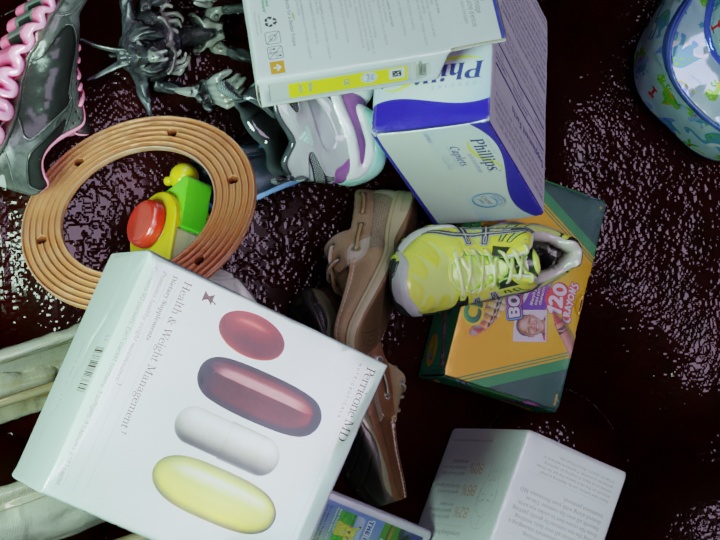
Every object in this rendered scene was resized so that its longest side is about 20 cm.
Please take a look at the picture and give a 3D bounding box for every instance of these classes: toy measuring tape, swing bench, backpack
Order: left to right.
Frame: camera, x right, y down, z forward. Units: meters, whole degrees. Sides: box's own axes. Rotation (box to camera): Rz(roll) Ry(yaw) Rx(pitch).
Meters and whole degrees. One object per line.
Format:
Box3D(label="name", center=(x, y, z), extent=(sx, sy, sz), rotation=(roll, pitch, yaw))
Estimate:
Box3D(label="swing bench", center=(-0.260, 0.153, 1.613), extent=(0.199, 0.130, 0.200), rotation=(-17, 87, -22))
Box3D(label="toy measuring tape", center=(-0.165, 0.005, 1.682), extent=(0.074, 0.074, 0.200), rotation=(15, 70, -21))
Box3D(label="backpack", center=(0.363, -0.214, 1.884), extent=(0.183, 0.147, 0.200), rotation=(38, 76, -13))

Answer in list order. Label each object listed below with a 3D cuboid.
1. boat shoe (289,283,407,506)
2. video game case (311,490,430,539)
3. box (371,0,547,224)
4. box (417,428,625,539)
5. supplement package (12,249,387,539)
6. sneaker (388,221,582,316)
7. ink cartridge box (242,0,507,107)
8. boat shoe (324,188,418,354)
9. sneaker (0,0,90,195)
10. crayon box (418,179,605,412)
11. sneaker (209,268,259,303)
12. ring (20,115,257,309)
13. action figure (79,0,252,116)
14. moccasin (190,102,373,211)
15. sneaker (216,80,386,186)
Box3D(label="boat shoe", center=(0.006, 0.103, 1.753), extent=(0.074, 0.076, 0.200), rotation=(-20, 93, -28))
Box3D(label="video game case", center=(-0.056, 0.283, 1.725), extent=(0.182, 0.022, 0.200), rotation=(24, 86, -19))
Box3D(label="box", center=(0.088, -0.167, 1.714), extent=(0.105, 0.184, 0.200), rotation=(-6, 65, 18))
Box3D(label="box", center=(0.121, 0.247, 1.746), extent=(0.106, 0.152, 0.200), rotation=(25, 78, -20))
Box3D(label="supplement package", center=(-0.123, 0.112, 1.512), extent=(0.200, 0.147, 0.191), rotation=(25, 83, -16))
Box3D(label="sneaker", center=(0.105, -0.009, 1.706), extent=(0.200, 0.076, 0.075), rotation=(-18, 99, -42))
Box3D(label="ink cartridge box", center=(0.002, -0.235, 1.635), extent=(0.200, 0.047, 0.198), rotation=(-8, 59, -4))
Box3D(label="boat shoe", center=(0.000, 0.000, 1.723), extent=(0.064, 0.071, 0.200), rotation=(11, 37, 8))
Box3D(label="sneaker", center=(-0.259, -0.152, 1.667), extent=(0.095, 0.079, 0.200), rotation=(27, 84, -23))
Box3D(label="crayon box", center=(0.137, 0.017, 1.820), extent=(0.119, 0.058, 0.200), rotation=(18, 80, -20))
Box3D(label="sneaker", center=(-0.094, 0.096, 1.721), extent=(0.085, 0.077, 0.200), rotation=(-35, 93, -10))
Box3D(label="ring", center=(-0.180, -0.045, 1.650), extent=(0.200, 0.200, 0.019), rotation=(-45, 144, -19))
Box3D(label="action figure", center=(-0.130, -0.199, 1.706), extent=(0.200, 0.102, 0.119), rotation=(-18, 104, -24))
Box3D(label="moccasin", center=(-0.052, -0.115, 1.740), extent=(0.200, 0.080, 0.068), rotation=(-26, 99, -23))
Box3D(label="sneaker", center=(-0.057, -0.166, 1.657), extent=(0.140, 0.078, 0.200), rotation=(-6, 81, -31))
